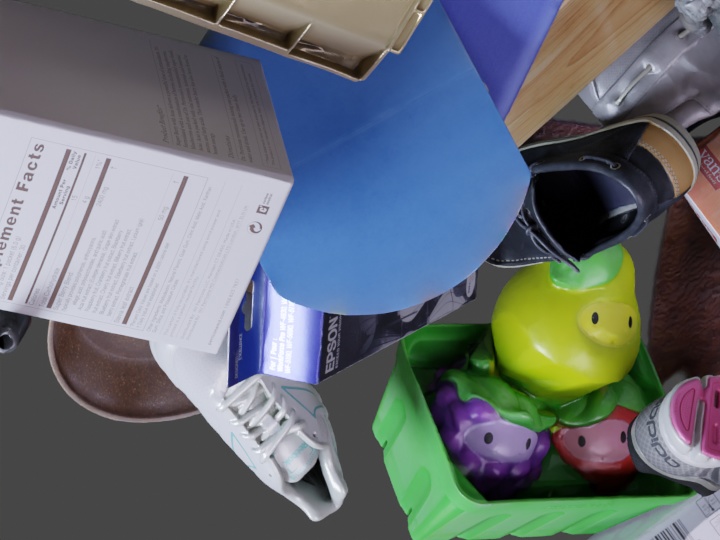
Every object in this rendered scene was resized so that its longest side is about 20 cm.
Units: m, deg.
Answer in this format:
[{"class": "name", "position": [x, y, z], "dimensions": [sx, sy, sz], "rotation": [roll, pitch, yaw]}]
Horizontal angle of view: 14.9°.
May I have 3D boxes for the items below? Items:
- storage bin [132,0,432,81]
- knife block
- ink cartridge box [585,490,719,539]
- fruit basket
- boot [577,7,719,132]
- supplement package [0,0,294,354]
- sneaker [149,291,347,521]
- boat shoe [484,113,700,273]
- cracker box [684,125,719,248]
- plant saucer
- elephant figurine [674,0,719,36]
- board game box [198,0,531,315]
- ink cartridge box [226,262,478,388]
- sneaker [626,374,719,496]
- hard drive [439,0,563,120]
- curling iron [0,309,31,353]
[{"class": "storage bin", "position": [-0.036, -0.220, 1.393], "dimensions": [0.200, 0.094, 0.199], "rotation": [18, 118, -30]}, {"class": "knife block", "position": [0.155, -0.177, 1.609], "dimensions": [0.175, 0.064, 0.200], "rotation": [-10, 133, -25]}, {"class": "ink cartridge box", "position": [0.223, 0.150, 1.909], "dimensions": [0.162, 0.200, 0.057], "rotation": [-37, 104, 3]}, {"class": "fruit basket", "position": [0.127, 0.076, 1.781], "dimensions": [0.215, 0.156, 0.216], "rotation": [-16, 152, -9]}, {"class": "boot", "position": [0.221, -0.148, 1.644], "dimensions": [0.200, 0.096, 0.074], "rotation": [-38, 169, 10]}, {"class": "supplement package", "position": [-0.154, -0.054, 1.441], "dimensions": [0.199, 0.121, 0.120], "rotation": [13, 123, -21]}, {"class": "sneaker", "position": [-0.057, 0.079, 1.644], "dimensions": [0.070, 0.080, 0.200], "rotation": [-36, 140, 3]}, {"class": "boat shoe", "position": [0.120, -0.039, 1.652], "dimensions": [0.075, 0.200, 0.062], "rotation": [53, 55, -12]}, {"class": "cracker box", "position": [0.258, -0.014, 1.717], "dimensions": [0.058, 0.134, 0.200], "rotation": [-36, 168, 5]}, {"class": "plant saucer", "position": [-0.098, 0.004, 1.628], "dimensions": [0.200, 0.037, 0.201], "rotation": [-21, 140, -19]}, {"class": "elephant figurine", "position": [0.268, -0.106, 1.565], "dimensions": [0.155, 0.142, 0.200], "rotation": [-30, 107, 3]}, {"class": "board game box", "position": [-0.003, -0.076, 1.538], "dimensions": [0.158, 0.200, 0.039], "rotation": [-28, -179, 10]}, {"class": "ink cartridge box", "position": [0.000, 0.000, 1.622], "dimensions": [0.200, 0.039, 0.100], "rotation": [-27, 129, -45]}, {"class": "sneaker", "position": [0.250, 0.104, 1.765], "dimensions": [0.199, 0.074, 0.087], "rotation": [2, 163, -36]}, {"class": "hard drive", "position": [0.059, -0.191, 1.509], "dimensions": [0.132, 0.025, 0.200], "rotation": [23, 119, -4]}, {"class": "curling iron", "position": [-0.186, 0.016, 1.495], "dimensions": [0.026, 0.200, 0.050], "rotation": [30, 100, -5]}]
